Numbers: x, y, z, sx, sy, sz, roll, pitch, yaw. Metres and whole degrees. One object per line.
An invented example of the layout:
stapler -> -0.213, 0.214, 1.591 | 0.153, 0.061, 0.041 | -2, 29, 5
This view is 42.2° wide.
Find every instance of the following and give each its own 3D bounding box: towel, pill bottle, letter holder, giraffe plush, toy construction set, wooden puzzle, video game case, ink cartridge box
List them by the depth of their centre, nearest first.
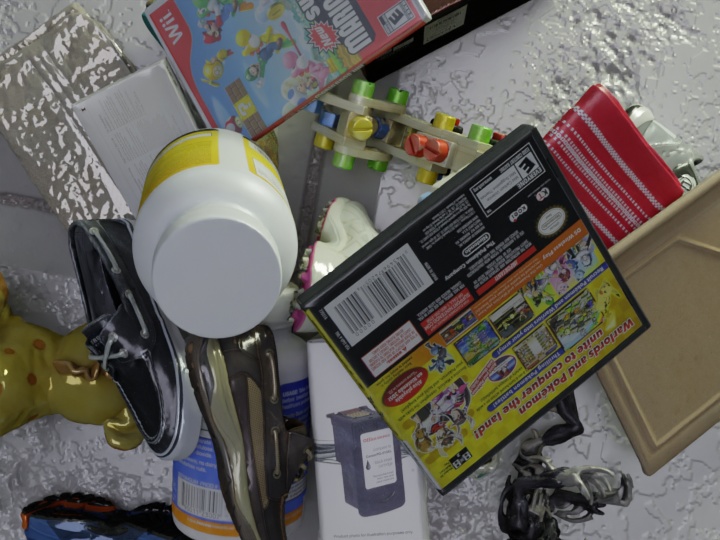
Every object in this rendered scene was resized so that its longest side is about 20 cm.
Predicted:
video game case -> 0.085, 0.030, 0.655 | 0.200, 0.025, 0.181 | -38, 110, -6
pill bottle -> -0.103, -0.029, 0.665 | 0.111, 0.200, 0.113 | -3, 110, -8
towel -> 0.146, -0.026, 0.702 | 0.200, 0.022, 0.145 | -48, 129, 4
video game case -> -0.062, -0.202, 0.738 | 0.199, 0.017, 0.143 | -31, 84, 18
toy construction set -> 0.046, -0.094, 0.749 | 0.200, 0.131, 0.092 | 47, 118, 38
wooden puzzle -> 0.261, 0.040, 0.752 | 0.185, 0.037, 0.201 | -33, 112, -12
ink cartridge box -> 0.009, 0.146, 0.752 | 0.084, 0.145, 0.201 | -4, 89, 2
pill bottle -> -0.095, 0.109, 0.760 | 0.111, 0.112, 0.201 | 4, 99, 3
giraffe plush -> -0.259, 0.079, 0.771 | 0.161, 0.200, 0.174 | -1, 106, -24
letter holder -> 0.062, -0.274, 0.779 | 0.199, 0.101, 0.143 | -27, 86, 2
towel -> -0.242, -0.122, 0.825 | 0.132, 0.034, 0.200 | -34, 89, 3

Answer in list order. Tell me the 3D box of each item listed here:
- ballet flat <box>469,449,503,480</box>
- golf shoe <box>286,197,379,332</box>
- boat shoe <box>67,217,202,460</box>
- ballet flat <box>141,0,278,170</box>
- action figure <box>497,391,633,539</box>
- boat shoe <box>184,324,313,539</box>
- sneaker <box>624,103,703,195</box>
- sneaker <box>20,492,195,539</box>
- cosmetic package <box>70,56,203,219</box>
ballet flat -> 0.088, 0.079, 0.790 | 0.071, 0.072, 0.201 | -13, 88, 3
golf shoe -> 0.000, 0.000, 0.736 | 0.091, 0.200, 0.076 | 13, 115, 0
boat shoe -> -0.178, 0.050, 0.711 | 0.072, 0.068, 0.201 | -30, 70, 37
ballet flat -> -0.111, -0.160, 0.805 | 0.071, 0.071, 0.201 | -34, 87, 2
action figure -> 0.165, 0.168, 0.759 | 0.102, 0.119, 0.201 | 3, 82, 24
boat shoe -> -0.068, 0.132, 0.675 | 0.073, 0.074, 0.201 | -17, 108, -15
sneaker -> 0.222, -0.030, 0.781 | 0.115, 0.075, 0.201 | 32, 90, 0
sneaker -> -0.195, 0.245, 0.806 | 0.199, 0.075, 0.079 | 6, 98, 11
cosmetic package -> -0.152, -0.068, 0.781 | 0.082, 0.051, 0.201 | -25, 108, 0
